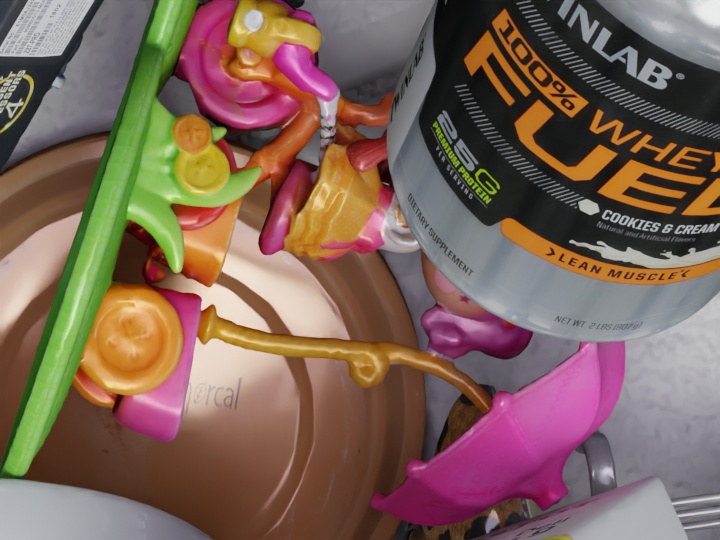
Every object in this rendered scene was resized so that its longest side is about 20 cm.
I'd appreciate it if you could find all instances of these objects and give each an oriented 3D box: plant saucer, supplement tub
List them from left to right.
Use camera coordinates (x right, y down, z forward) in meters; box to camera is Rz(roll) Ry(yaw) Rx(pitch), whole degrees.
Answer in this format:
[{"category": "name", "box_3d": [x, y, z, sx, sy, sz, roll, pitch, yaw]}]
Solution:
[{"category": "plant saucer", "box_3d": [-0.075, 0.051, 0.920, 0.198, 0.032, 0.202, -1, 98, -4]}, {"category": "supplement tub", "box_3d": [0.087, -0.075, 0.724, 0.121, 0.200, 0.123, 7, 58, -12]}]

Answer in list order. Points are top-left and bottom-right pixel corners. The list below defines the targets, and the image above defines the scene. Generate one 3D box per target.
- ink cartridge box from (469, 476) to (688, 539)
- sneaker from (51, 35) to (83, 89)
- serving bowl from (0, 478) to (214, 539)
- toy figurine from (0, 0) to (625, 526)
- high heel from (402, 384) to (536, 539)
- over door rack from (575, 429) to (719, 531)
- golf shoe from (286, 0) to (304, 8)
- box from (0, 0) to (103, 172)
[{"category": "ink cartridge box", "box_3d": [0.010, 0.142, 0.768, 0.145, 0.200, 0.088, -22, 88, 30]}, {"category": "sneaker", "box_3d": [-0.134, -0.065, 0.840, 0.085, 0.077, 0.201, 4, 121, -37]}, {"category": "serving bowl", "box_3d": [-0.133, 0.144, 0.849, 0.198, 0.201, 0.066, -4, 58, -2]}, {"category": "toy figurine", "box_3d": [0.000, 0.000, 0.836, 0.183, 0.150, 0.201, 18, 79, -8]}, {"category": "high heel", "box_3d": [-0.009, 0.139, 0.904, 0.141, 0.071, 0.202, -3, 108, -16]}, {"category": "over door rack", "box_3d": [0.150, 0.138, 0.932, 0.146, 0.067, 0.202, -6, 111, -2]}, {"category": "golf shoe", "box_3d": [0.010, -0.182, 0.871, 0.094, 0.078, 0.202, 11, 98, -5]}, {"category": "box", "box_3d": [-0.173, -0.073, 0.775, 0.161, 0.049, 0.201, 44, 115, 20]}]
